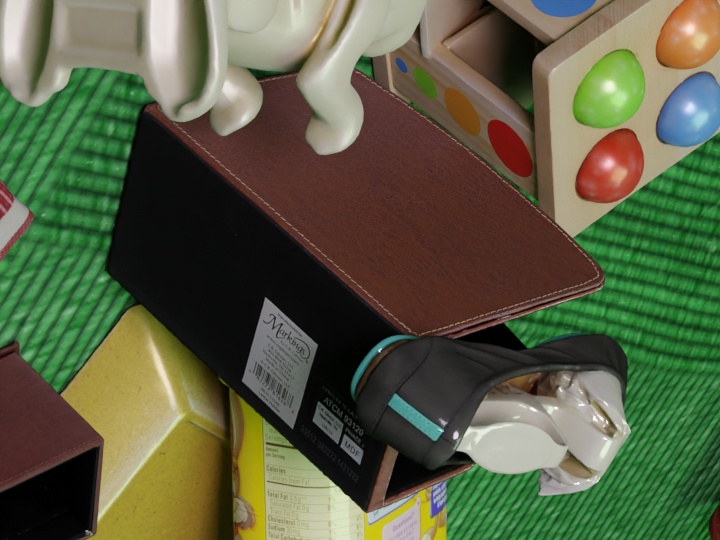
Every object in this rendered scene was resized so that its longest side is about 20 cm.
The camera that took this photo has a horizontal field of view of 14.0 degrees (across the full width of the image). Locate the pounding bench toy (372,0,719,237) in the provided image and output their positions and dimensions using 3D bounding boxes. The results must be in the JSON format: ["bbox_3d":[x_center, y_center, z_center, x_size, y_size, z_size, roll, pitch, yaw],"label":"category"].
[{"bbox_3d":[0.096,-0.140,1.416,0.124,0.156,0.201,-35,145,-21],"label":"pounding bench toy"}]

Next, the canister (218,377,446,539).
[{"bbox_3d":[-0.010,0.113,1.530,0.148,0.086,0.201,-28,121,-57],"label":"canister"}]

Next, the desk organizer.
[{"bbox_3d":[-0.221,0.116,1.368,0.199,0.077,0.072,-25,140,-34],"label":"desk organizer"}]

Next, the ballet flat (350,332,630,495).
[{"bbox_3d":[0.073,0.068,1.308,0.200,0.068,0.068,0,123,-52],"label":"ballet flat"}]

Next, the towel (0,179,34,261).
[{"bbox_3d":[-0.234,-0.012,1.275,0.144,0.023,0.200,-50,150,-3],"label":"towel"}]

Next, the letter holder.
[{"bbox_3d":[0.000,0.000,1.402,0.142,0.200,0.101,-18,137,-40],"label":"letter holder"}]

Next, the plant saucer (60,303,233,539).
[{"bbox_3d":[-0.115,0.132,1.543,0.200,0.048,0.200,-51,148,3],"label":"plant saucer"}]

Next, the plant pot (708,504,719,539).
[{"bbox_3d":[0.359,0.118,1.989,0.200,0.200,0.196,-8,121,-46],"label":"plant pot"}]

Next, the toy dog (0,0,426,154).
[{"bbox_3d":[-0.045,-0.146,1.286,0.199,0.139,0.195,-3,90,-47],"label":"toy dog"}]
